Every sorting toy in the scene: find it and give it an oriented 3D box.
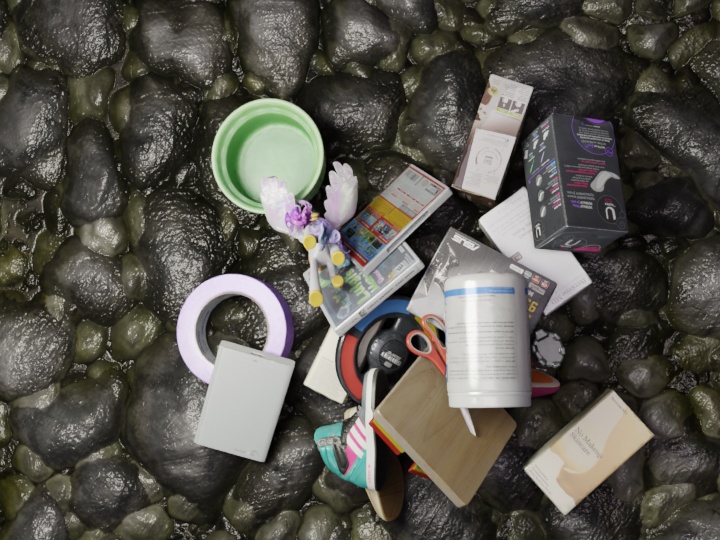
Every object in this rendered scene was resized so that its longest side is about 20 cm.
[{"bbox_3d":[0.126,0.249,1.477,0.199,0.200,0.070,47,136,-1],"label":"sorting toy"}]

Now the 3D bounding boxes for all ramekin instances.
[{"bbox_3d":[-0.155,-0.194,1.630,0.199,0.098,0.201,-1,86,8],"label":"ramekin"}]

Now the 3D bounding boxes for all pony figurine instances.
[{"bbox_3d":[-0.074,-0.063,1.521,0.165,0.200,0.194,-8,116,-6],"label":"pony figurine"}]

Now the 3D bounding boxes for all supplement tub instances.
[{"bbox_3d":[0.196,0.109,1.417,0.131,0.132,0.201,-1,83,8],"label":"supplement tub"}]

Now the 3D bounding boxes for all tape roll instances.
[{"bbox_3d":[-0.221,0.108,1.634,0.199,0.066,0.202,0,86,7],"label":"tape roll"}]

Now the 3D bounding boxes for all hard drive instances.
[{"bbox_3d":[-0.202,0.228,1.589,0.131,0.026,0.201,16,112,-5],"label":"hard drive"}]

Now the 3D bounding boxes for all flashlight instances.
[{"bbox_3d":[0.302,0.132,1.491,0.067,0.200,0.068,15,89,8],"label":"flashlight"}]

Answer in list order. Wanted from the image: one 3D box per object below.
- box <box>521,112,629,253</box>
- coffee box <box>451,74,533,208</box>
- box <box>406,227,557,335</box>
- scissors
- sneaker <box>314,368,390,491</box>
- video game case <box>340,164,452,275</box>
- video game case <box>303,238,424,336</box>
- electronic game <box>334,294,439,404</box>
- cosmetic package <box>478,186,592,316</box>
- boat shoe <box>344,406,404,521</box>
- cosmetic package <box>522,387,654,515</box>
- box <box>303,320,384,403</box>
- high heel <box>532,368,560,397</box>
[{"bbox_3d":[0.349,-0.140,1.512,0.121,0.106,0.201,4,69,-19],"label":"box"},{"bbox_3d":[0.225,-0.216,1.572,0.079,0.113,0.201,19,88,9],"label":"coffee box"},{"bbox_3d":[0.198,0.045,1.514,0.199,0.048,0.159,29,87,9],"label":"box"},{"bbox_3d":[0.148,0.163,1.471,0.073,0.014,0.200,-34,84,-17],"label":"scissors"},{"bbox_3d":[-0.016,0.257,1.521,0.120,0.084,0.201,4,94,24],"label":"sneaker"},{"bbox_3d":[0.051,-0.091,1.577,0.200,0.143,0.017,-43,123,-2],"label":"video game case"},{"bbox_3d":[0.000,0.000,1.563,0.182,0.200,0.023,-40,124,4],"label":"video game case"},{"bbox_3d":[0.048,0.139,1.560,0.199,0.042,0.201,-7,105,-26],"label":"electronic game"},{"bbox_3d":[0.296,-0.030,1.569,0.101,0.074,0.200,-36,81,4],"label":"cosmetic package"},{"bbox_3d":[0.020,0.332,1.589,0.065,0.072,0.201,-18,86,43],"label":"boat shoe"},{"bbox_3d":[0.377,0.300,1.533,0.200,0.071,0.105,-44,81,3],"label":"cosmetic package"},{"bbox_3d":[-0.019,0.125,1.603,0.082,0.068,0.201,27,89,8],"label":"box"},{"bbox_3d":[0.238,0.217,1.574,0.199,0.067,0.097,1,115,-4],"label":"high heel"}]
